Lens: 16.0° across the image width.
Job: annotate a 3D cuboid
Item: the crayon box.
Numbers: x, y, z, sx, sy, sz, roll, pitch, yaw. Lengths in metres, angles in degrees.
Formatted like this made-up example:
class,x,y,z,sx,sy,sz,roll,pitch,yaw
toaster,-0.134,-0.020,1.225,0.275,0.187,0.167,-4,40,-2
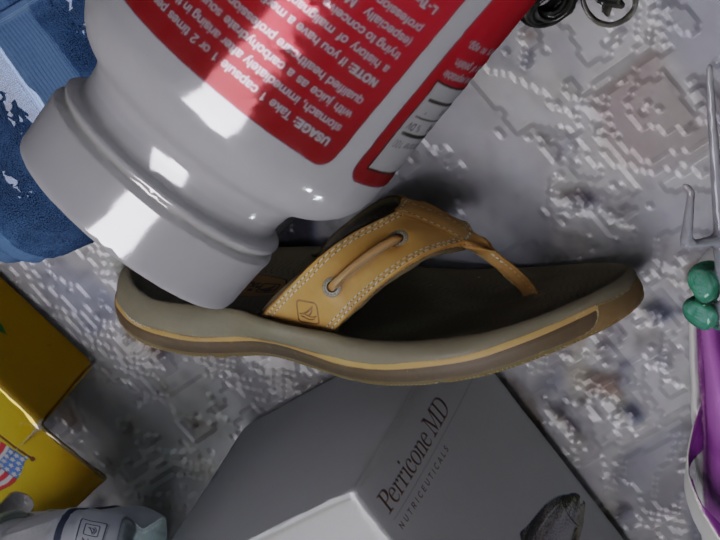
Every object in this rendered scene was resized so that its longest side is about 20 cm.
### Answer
class,x,y,z,sx,sy,sz,roll,pitch,yaw
crayon box,-0.199,0.036,1.023,0.200,0.051,0.127,44,126,-7

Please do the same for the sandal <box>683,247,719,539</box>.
class,x,y,z,sx,sy,sz,roll,pitch,yaw
sandal,0.150,0.081,0.904,0.082,0.050,0.203,-6,119,27

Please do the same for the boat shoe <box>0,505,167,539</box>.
class,x,y,z,sx,sy,sz,roll,pitch,yaw
boat shoe,-0.114,0.118,0.975,0.066,0.074,0.200,7,163,2

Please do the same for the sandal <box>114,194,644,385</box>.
class,x,y,z,sx,sy,sz,roll,pitch,yaw
sandal,0.000,0.000,0.906,0.199,0.080,0.054,5,114,25

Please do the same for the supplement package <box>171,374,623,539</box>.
class,x,y,z,sx,sy,sz,roll,pitch,yaw
supplement package,0.033,0.143,0.951,0.117,0.117,0.200,-28,107,35

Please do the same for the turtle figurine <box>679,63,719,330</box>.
class,x,y,z,sx,sy,sz,roll,pitch,yaw
turtle figurine,0.188,0.006,0.808,0.149,0.101,0.201,-15,109,23

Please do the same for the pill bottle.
class,x,y,z,sx,sy,sz,roll,pitch,yaw
pill bottle,-0.012,-0.090,0.785,0.112,0.112,0.200,39,102,-4

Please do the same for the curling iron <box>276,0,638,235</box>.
class,x,y,z,sx,sy,sz,roll,pitch,yaw
curling iron,0.015,-0.053,0.856,0.200,0.026,0.050,-39,126,20

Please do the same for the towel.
class,x,y,z,sx,sy,sz,roll,pitch,yaw
towel,-0.088,-0.073,0.910,0.200,0.049,0.112,-24,110,32
